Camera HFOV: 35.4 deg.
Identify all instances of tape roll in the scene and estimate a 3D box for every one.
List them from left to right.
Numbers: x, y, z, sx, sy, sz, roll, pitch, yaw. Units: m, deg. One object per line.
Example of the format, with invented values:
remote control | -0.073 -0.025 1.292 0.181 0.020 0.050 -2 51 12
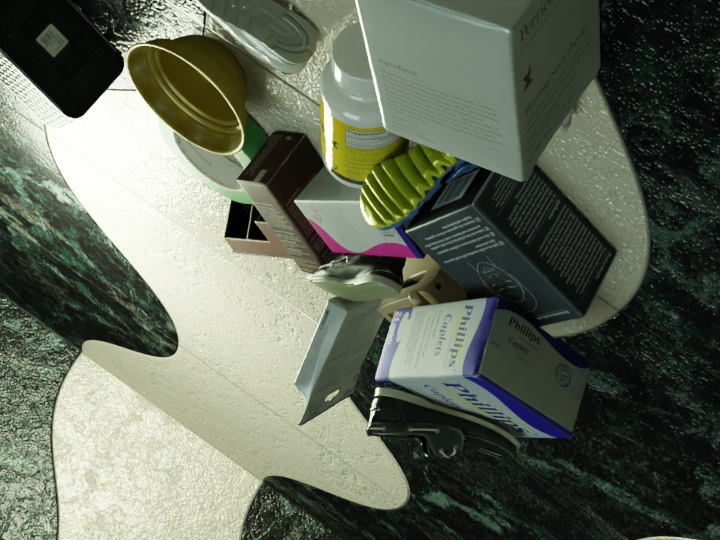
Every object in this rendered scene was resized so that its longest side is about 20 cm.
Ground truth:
tape roll | -0.213 -0.187 1.702 0.199 0.048 0.201 29 155 15

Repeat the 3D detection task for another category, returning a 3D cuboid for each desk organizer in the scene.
desk organizer | -0.146 -0.073 1.791 0.199 0.072 0.077 6 140 49

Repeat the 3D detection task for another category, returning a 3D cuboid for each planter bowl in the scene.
planter bowl | -0.216 -0.257 1.534 0.199 0.084 0.201 29 154 16

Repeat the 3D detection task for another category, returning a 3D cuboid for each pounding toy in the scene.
pounding toy | 0.125 0.058 1.576 0.184 0.143 0.200 41 155 -13

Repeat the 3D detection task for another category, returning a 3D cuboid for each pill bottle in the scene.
pill bottle | 0.007 -0.193 1.320 0.110 0.112 0.201 29 154 14

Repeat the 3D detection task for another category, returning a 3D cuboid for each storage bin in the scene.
storage bin | -0.469 -0.328 1.679 0.200 0.136 0.093 47 154 -23

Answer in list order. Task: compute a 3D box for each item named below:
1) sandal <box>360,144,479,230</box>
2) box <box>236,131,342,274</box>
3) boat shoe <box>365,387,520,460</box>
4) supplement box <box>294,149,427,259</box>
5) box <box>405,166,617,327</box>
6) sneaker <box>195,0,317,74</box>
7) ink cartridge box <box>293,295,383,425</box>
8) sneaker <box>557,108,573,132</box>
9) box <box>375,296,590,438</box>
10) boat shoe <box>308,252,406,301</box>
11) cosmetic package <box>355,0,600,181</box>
sandal | 0.082 -0.115 1.321 0.199 0.087 0.080 -39 65 29
box | -0.084 -0.093 1.634 0.074 0.101 0.201 13 146 41
boat shoe | 0.105 0.211 1.439 0.197 0.068 0.072 17 159 1
supplement box | 0.020 -0.088 1.491 0.199 0.104 0.102 4 139 51
box | 0.183 -0.034 1.370 0.200 0.108 0.148 44 151 -16
sneaker | -0.145 -0.310 1.367 0.200 0.077 0.080 42 165 -9
ink cartridge box | -0.031 0.121 1.734 0.040 0.202 0.199 28 -162 17
sneaker | 0.131 -0.172 1.205 0.197 0.076 0.100 4 150 26
box | 0.154 0.129 1.434 0.183 0.106 0.199 33 155 -30
boat shoe | -0.002 -0.001 1.571 0.074 0.067 0.199 28 164 -24
cosmetic package | 0.114 -0.226 1.048 0.165 0.168 0.201 24 154 26
